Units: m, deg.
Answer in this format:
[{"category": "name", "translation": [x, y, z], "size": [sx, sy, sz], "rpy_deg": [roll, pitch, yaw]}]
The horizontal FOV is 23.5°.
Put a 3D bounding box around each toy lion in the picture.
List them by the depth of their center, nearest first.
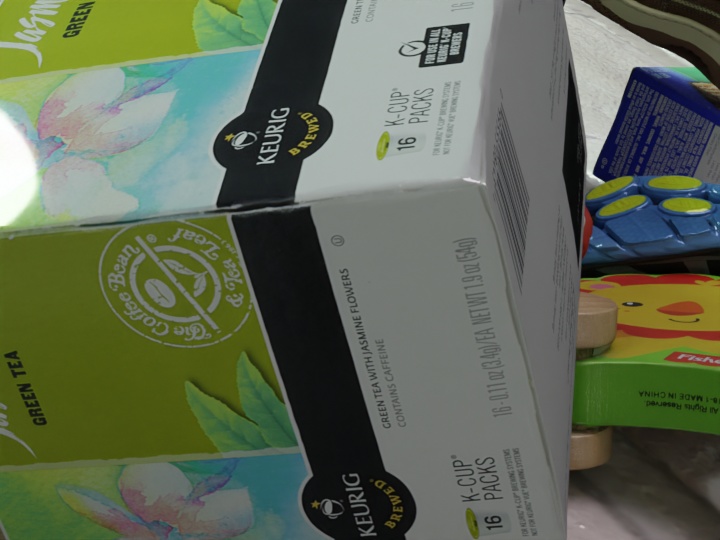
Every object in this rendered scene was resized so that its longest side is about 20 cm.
[{"category": "toy lion", "translation": [0.155, 0.035, 0.725], "size": [0.199, 0.069, 0.191], "rpy_deg": [6, 13, 29]}]

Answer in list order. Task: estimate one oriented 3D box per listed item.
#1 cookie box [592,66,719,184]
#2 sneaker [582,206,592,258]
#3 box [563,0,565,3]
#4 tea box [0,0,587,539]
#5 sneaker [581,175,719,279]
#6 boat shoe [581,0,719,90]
[{"category": "cookie box", "translation": [0.267, -0.047, 1.003], "size": [0.170, 0.076, 0.200], "rpy_deg": [-7, 33, -45]}, {"category": "sneaker", "translation": [0.000, 0.000, 0.725], "size": [0.198, 0.116, 0.078], "rpy_deg": [15, -22, -13]}, {"category": "box", "translation": [-0.003, -0.121, 0.934], "size": [0.195, 0.125, 0.200], "rpy_deg": [21, 24, 5]}, {"category": "tea box", "translation": [-0.035, -0.022, 0.549], "size": [0.195, 0.134, 0.201], "rpy_deg": [-7, 36, 14]}, {"category": "sneaker", "translation": [0.184, -0.002, 0.859], "size": [0.198, 0.083, 0.071], "rpy_deg": [0, 31, 1]}, {"category": "boat shoe", "translation": [0.182, -0.160, 0.945], "size": [0.201, 0.075, 0.075], "rpy_deg": [32, 25, -5]}]
